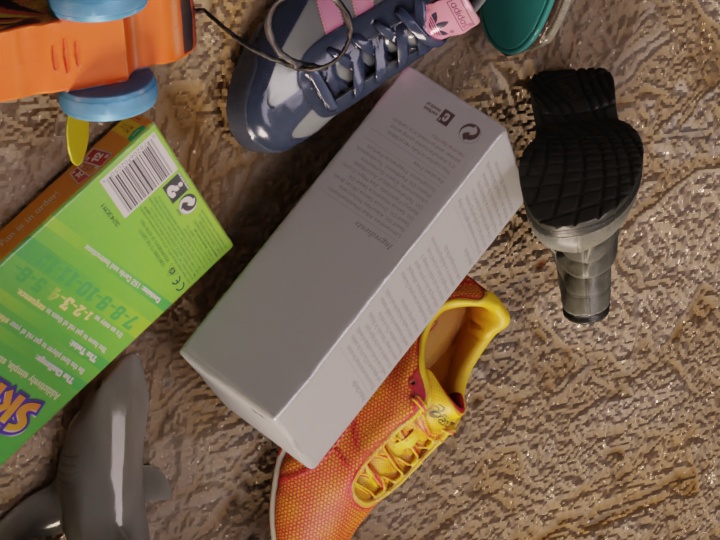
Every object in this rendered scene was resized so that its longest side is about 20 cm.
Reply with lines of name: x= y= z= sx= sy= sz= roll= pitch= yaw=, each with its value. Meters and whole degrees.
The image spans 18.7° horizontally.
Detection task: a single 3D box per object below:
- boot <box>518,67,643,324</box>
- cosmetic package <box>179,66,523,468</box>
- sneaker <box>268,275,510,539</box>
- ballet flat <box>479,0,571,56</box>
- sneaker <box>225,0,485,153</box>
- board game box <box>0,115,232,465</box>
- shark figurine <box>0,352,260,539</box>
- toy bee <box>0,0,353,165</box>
boot: x=0.130 y=-0.024 z=1.251 sx=0.068 sy=0.200 sz=0.131 roll=-4 pitch=117 yaw=7
cosmetic package: x=0.000 y=0.000 z=1.194 sx=0.200 sy=0.071 sz=0.101 roll=-52 pitch=159 yaw=-10
sneaker: x=0.013 y=0.087 z=1.257 sx=0.073 sy=0.077 sz=0.200 roll=34 pitch=82 yaw=-43
ballet flat: x=0.107 y=-0.216 z=1.213 sx=0.062 sy=0.067 sz=0.200 roll=-22 pitch=124 yaw=-44
sneaker: x=0.014 y=-0.134 z=1.156 sx=0.200 sy=0.082 sz=0.070 roll=-49 pitch=134 yaw=-12
board game box: x=-0.160 y=0.019 z=1.117 sx=0.200 sy=0.030 sz=0.096 roll=-46 pitch=132 yaw=-17
shark figurine: x=-0.110 y=0.162 z=1.190 sx=0.128 sy=0.089 sz=0.215 roll=-43 pitch=130 yaw=-15
toy bee: x=-0.121 y=-0.113 z=1.053 sx=0.200 sy=0.109 sz=0.131 roll=12 pitch=112 yaw=-18
